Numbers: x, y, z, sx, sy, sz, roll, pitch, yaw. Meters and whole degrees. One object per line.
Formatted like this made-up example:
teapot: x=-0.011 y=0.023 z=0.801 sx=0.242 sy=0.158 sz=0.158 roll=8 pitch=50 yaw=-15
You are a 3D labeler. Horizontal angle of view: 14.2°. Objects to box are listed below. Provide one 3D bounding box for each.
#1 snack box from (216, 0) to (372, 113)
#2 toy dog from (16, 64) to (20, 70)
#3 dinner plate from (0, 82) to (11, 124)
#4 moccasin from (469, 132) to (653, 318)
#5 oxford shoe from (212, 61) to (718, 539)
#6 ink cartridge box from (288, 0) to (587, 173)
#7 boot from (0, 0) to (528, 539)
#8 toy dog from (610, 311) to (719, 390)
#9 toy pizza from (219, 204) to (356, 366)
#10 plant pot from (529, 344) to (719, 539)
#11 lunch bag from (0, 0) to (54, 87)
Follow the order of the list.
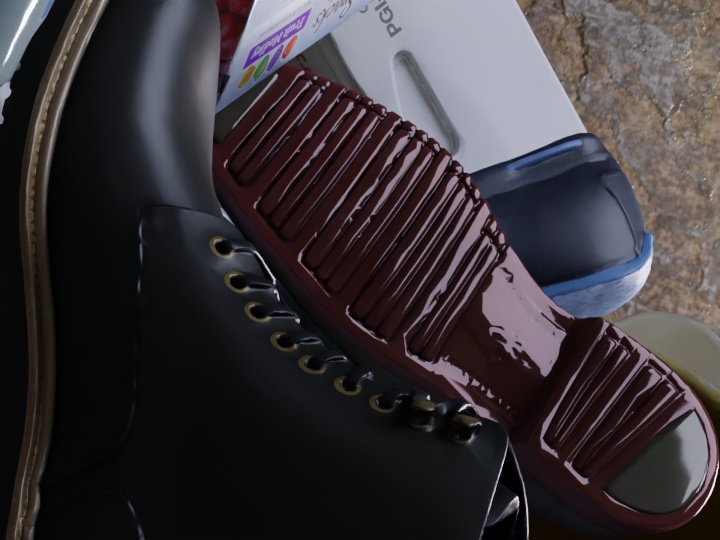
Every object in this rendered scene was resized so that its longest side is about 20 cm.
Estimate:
snack box: x=-0.054 y=-0.134 z=0.925 sx=0.142 sy=0.053 sz=0.200 roll=30 pitch=32 yaw=12
toy dog: x=-0.108 y=-0.062 z=0.994 sx=0.200 sy=0.096 sz=0.132 roll=28 pitch=35 yaw=-47
dinner plate: x=-0.120 y=-0.030 z=0.721 sx=0.200 sy=0.024 sz=0.201 roll=50 pitch=25 yaw=-34
moccasin: x=0.000 y=0.000 z=1.010 sx=0.081 sy=0.199 sz=0.069 roll=114 pitch=-37 yaw=-69
oxford shoe: x=0.018 y=0.018 z=0.906 sx=0.200 sy=0.070 sz=0.075 roll=44 pitch=-27 yaw=-4
ink cartridge box: x=-0.015 y=-0.067 z=1.129 sx=0.200 sy=0.085 sz=0.146 roll=-2 pitch=-58 yaw=59
boot: x=-0.017 y=0.016 z=0.694 sx=0.077 sy=0.137 sz=0.201 roll=32 pitch=60 yaw=-65
toy dog: x=0.083 y=0.090 z=1.273 sx=0.140 sy=0.194 sz=0.200 roll=50 pitch=-25 yaw=6
toy pizza: x=-0.006 y=0.057 z=0.852 sx=0.200 sy=0.032 sz=0.200 roll=51 pitch=6 yaw=-7
plant pot: x=0.052 y=0.137 z=0.994 sx=0.142 sy=0.199 sz=0.201 roll=97 pitch=-28 yaw=-63
lunch bag: x=-0.140 y=-0.131 z=0.684 sx=0.160 sy=0.077 sz=0.200 roll=25 pitch=24 yaw=-24
